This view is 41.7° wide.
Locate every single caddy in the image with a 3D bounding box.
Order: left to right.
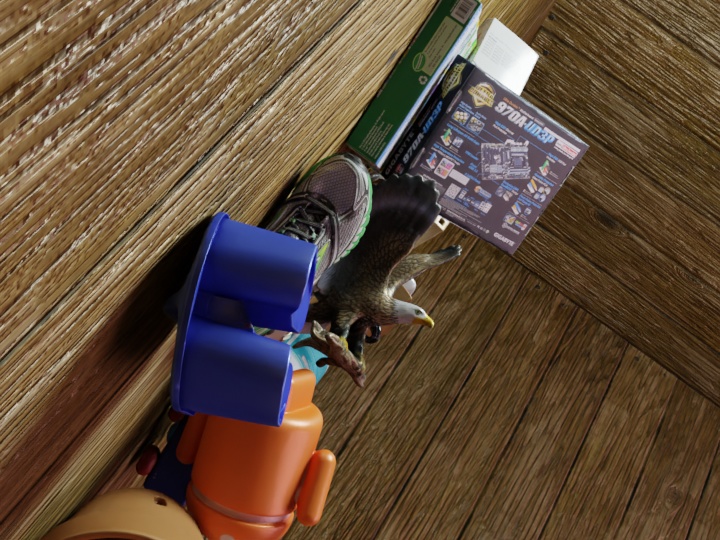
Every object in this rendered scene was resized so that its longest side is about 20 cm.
[{"bbox_3d":[-0.095,0.039,0.699,0.200,0.103,0.144,108,-7,-78],"label":"caddy"}]

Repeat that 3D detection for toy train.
[{"bbox_3d":[-0.163,0.151,1.045,0.202,0.084,0.116,-58,-172,9],"label":"toy train"}]

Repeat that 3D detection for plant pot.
[{"bbox_3d":[-0.212,0.290,0.845,0.201,0.199,0.140,-55,-167,8],"label":"plant pot"}]

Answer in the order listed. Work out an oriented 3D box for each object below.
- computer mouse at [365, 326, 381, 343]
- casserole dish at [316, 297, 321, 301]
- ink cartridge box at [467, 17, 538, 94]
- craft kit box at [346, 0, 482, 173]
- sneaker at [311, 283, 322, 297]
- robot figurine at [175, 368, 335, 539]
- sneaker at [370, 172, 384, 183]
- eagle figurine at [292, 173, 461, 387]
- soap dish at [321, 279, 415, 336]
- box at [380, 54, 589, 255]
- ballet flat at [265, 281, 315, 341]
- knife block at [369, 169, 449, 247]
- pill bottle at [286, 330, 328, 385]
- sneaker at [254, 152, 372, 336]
[{"bbox_3d":[0.000,0.000,1.186,0.058,0.203,0.034,-26,150,31],"label":"computer mouse"},{"bbox_3d":[-0.023,-0.032,1.524,0.200,0.039,0.122,-52,175,-41],"label":"casserole dish"},{"bbox_3d":[0.127,-0.198,1.205,0.202,0.082,0.146,-62,-165,-23],"label":"ink cartridge box"},{"bbox_3d":[0.063,-0.205,1.068,0.201,0.048,0.197,-56,174,4],"label":"craft kit box"},{"bbox_3d":[-0.046,0.002,1.148,0.201,0.088,0.074,-55,178,19],"label":"sneaker"},{"bbox_3d":[-0.105,0.189,0.939,0.117,0.142,0.203,-139,-114,-71],"label":"robot figurine"},{"bbox_3d":[-0.017,-0.046,1.030,0.199,0.077,0.073,-32,167,-40],"label":"sneaker"},{"bbox_3d":[0.018,0.015,0.998,0.151,0.150,0.202,-25,-142,64],"label":"eagle figurine"},{"bbox_3d":[-0.006,0.013,1.325,0.081,0.158,0.200,-35,171,-17],"label":"soap dish"},{"bbox_3d":[0.144,-0.125,1.076,0.160,0.198,0.046,-56,-146,14],"label":"box"},{"bbox_3d":[-0.080,0.020,0.930,0.202,0.072,0.073,-58,176,1],"label":"ballet flat"},{"bbox_3d":[0.058,-0.056,1.356,0.064,0.198,0.177,-53,146,-28],"label":"knife block"},{"bbox_3d":[-0.102,0.117,1.226,0.111,0.110,0.200,-56,176,20],"label":"pill bottle"},{"bbox_3d":[-0.058,-0.017,0.851,0.201,0.078,0.085,-55,176,4],"label":"sneaker"}]
